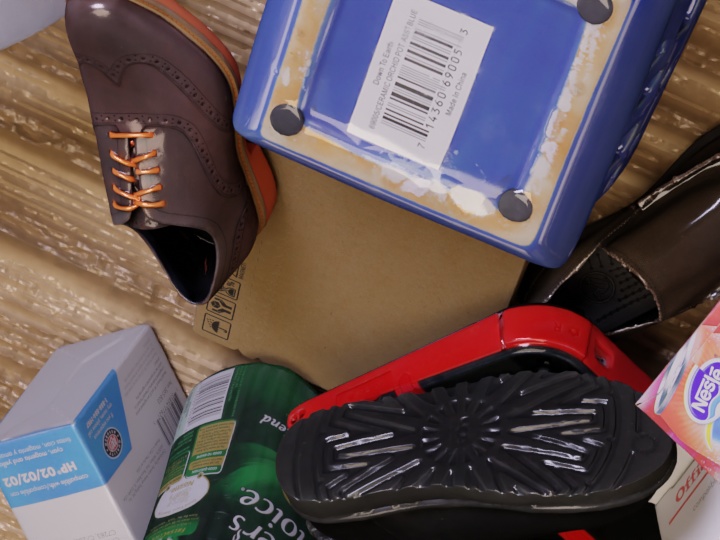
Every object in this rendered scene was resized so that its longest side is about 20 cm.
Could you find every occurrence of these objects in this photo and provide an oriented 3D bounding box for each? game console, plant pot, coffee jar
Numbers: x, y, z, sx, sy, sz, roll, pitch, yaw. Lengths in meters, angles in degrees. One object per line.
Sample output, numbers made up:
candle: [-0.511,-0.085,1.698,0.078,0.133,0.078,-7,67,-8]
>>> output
game console: [0.086,0.099,1.398,0.176,0.031,0.200,-22,132,32]
plant pot: [0.056,-0.128,1.238,0.199,0.180,0.201,23,122,4]
coffee jar: [-0.068,0.151,1.406,0.085,0.200,0.104,-22,123,34]

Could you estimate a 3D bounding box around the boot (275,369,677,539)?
boot: [0.071,0.130,1.351,0.210,0.080,0.158,-3,138,21]

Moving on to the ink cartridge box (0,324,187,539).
ink cartridge box: [-0.121,0.147,1.480,0.068,0.115,0.201,-16,111,26]

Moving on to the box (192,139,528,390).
box: [0.000,0.000,1.378,0.163,0.021,0.200,23,142,5]

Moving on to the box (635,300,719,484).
box: [0.227,0.034,1.247,0.103,0.200,0.095,43,123,12]

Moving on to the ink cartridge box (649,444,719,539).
ink cartridge box: [0.230,0.120,1.339,0.199,0.068,0.116,19,124,-19]

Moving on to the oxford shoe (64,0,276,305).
oxford shoe: [-0.094,-0.061,1.268,0.071,0.073,0.200,3,145,27]

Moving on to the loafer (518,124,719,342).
loafer: [0.160,-0.007,1.332,0.200,0.071,0.073,-36,102,31]

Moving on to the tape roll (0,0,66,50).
tape roll: [-0.218,-0.151,1.302,0.199,0.200,0.066,-10,113,22]
